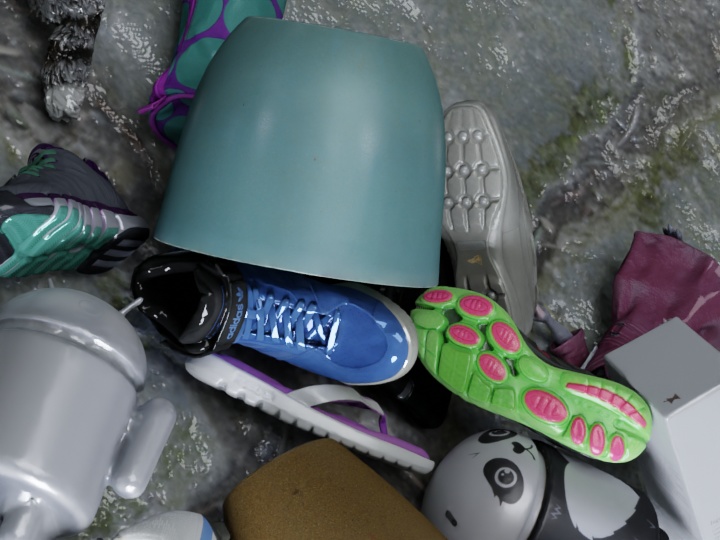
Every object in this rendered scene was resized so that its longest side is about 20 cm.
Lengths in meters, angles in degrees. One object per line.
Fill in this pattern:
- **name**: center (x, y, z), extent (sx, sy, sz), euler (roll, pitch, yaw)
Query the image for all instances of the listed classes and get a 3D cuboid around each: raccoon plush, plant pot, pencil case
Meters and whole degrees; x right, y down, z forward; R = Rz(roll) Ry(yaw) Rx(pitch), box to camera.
- **raccoon plush**: center (-0.246, -0.221, 1.309), extent (0.133, 0.097, 0.201), euler (13, 66, -17)
- **plant pot**: center (-0.005, 0.222, 1.239), extent (0.186, 0.187, 0.200), euler (-18, 67, -34)
- **pencil case**: center (-0.105, -0.189, 1.377), extent (0.092, 0.085, 0.201), euler (26, 60, -33)
- **plant pot**: center (-0.031, -0.086, 1.249), extent (0.200, 0.200, 0.162), euler (8, 94, -27)

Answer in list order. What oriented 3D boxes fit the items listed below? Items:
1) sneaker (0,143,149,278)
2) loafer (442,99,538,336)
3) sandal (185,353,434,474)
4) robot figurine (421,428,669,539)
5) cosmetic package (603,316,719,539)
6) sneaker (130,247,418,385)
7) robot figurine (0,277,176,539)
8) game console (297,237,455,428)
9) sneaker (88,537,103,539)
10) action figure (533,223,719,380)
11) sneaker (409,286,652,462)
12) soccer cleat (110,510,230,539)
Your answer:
- **sneaker**: center (-0.221, -0.047, 1.230), extent (0.088, 0.074, 0.200), euler (57, 13, 14)
- **loafer**: center (0.098, -0.036, 1.399), extent (0.070, 0.070, 0.201), euler (-38, 125, -57)
- **sandal**: center (-0.028, 0.094, 1.310), extent (0.202, 0.082, 0.050), euler (25, 85, -18)
- **robot figurine**: center (0.141, 0.196, 1.347), extent (0.199, 0.150, 0.125), euler (27, 73, -19)
- **cosmetic package**: center (0.261, 0.148, 1.389), extent (0.071, 0.101, 0.201), euler (-28, 122, -8)
- **sneaker**: center (-0.066, 0.034, 1.253), extent (0.199, 0.077, 0.111), euler (23, 17, 21)
- **robot figurine**: center (-0.209, 0.095, 1.192), extent (0.169, 0.113, 0.201), euler (18, 62, 3)
- **game console**: center (0.000, 0.000, 1.406), extent (0.176, 0.116, 0.201), euler (46, 51, -44)
- **sneaker**: center (-0.228, 0.247, 1.146), extent (0.203, 0.145, 0.077), euler (-89, 168, -62)
- **action figure**: center (0.219, 0.063, 1.481), extent (0.200, 0.134, 0.149), euler (-47, 141, -21)
- **sneaker**: center (0.119, 0.085, 1.344), extent (0.200, 0.084, 0.077), euler (34, 79, 8)
- **soccer cleat**: center (-0.109, 0.251, 1.179), extent (0.086, 0.070, 0.201), euler (-2, 57, -36)
